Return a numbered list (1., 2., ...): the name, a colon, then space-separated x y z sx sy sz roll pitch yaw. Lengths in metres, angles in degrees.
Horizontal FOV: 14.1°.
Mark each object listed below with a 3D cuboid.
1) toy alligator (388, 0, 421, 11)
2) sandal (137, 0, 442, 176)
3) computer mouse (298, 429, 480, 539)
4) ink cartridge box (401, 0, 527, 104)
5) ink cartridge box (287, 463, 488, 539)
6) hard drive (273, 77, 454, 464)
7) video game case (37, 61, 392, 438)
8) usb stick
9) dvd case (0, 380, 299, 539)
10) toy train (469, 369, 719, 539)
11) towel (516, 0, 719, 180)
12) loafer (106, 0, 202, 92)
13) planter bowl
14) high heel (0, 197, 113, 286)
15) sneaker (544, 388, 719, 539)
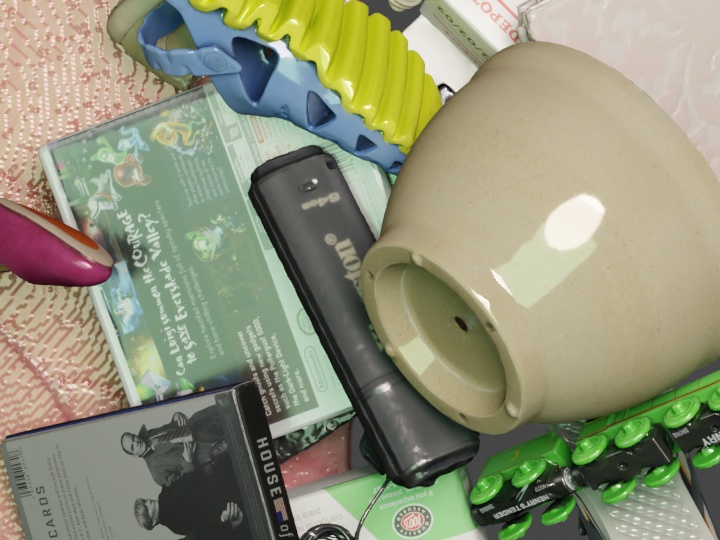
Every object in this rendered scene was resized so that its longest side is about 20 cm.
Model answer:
1. toy alligator: 0.072 -0.233 1.609 0.059 0.054 0.201 32 73 -29
2. sandal: -0.043 -0.114 1.582 0.200 0.080 0.087 36 129 -10
3. computer mouse: 0.013 0.120 1.573 0.058 0.034 0.200 30 68 4
4. ink cartridge box: 0.115 -0.150 1.610 0.115 0.068 0.200 44 82 0
5. ink cartridge box: 0.015 0.213 1.640 0.145 0.084 0.201 -18 91 3
6. hard drive: 0.000 0.000 1.656 0.200 0.038 0.140 -33 91 5
7. video game case: -0.064 -0.007 1.630 0.181 0.023 0.201 -20 92 3
8. usb stick: 0.001 0.025 1.573 0.055 0.033 0.201 -23 73 -14
9. dvd case: -0.113 0.150 1.616 0.199 0.025 0.151 -14 92 43
10. toy train: 0.142 0.093 1.555 0.199 0.056 0.042 -25 112 33
11. towel: 0.189 -0.100 1.583 0.191 0.032 0.201 -29 118 -16
12. loafer: -0.048 -0.170 1.637 0.200 0.076 0.068 -33 92 13
13. planter bowl: 0.085 0.000 1.510 0.135 0.200 0.201 -37 90 -27
14. high heel: -0.215 0.005 1.615 0.067 0.200 0.097 25 86 -42
15. sneaker: 0.153 0.119 1.640 0.078 0.079 0.201 -17 67 0
